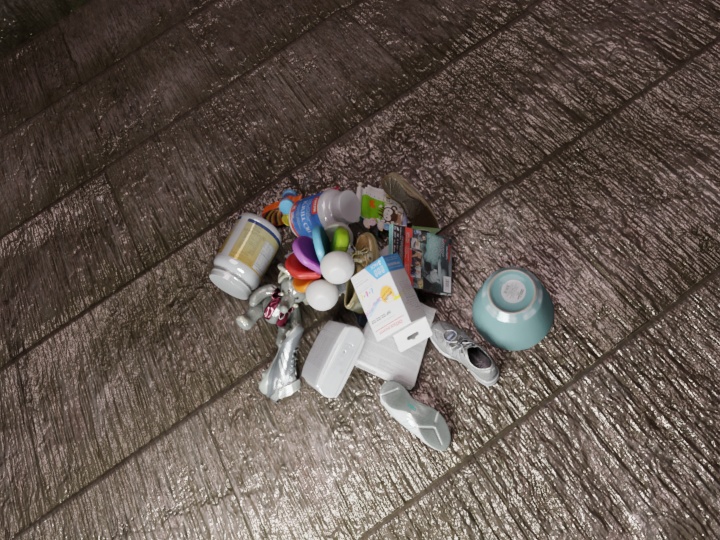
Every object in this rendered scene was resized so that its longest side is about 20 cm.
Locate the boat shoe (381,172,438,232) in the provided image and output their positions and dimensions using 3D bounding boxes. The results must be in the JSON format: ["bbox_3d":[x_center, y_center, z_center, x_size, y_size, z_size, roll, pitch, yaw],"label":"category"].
[{"bbox_3d":[0.142,-0.188,1.621,0.200,0.072,0.065,45,34,2],"label":"boat shoe"}]

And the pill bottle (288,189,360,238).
[{"bbox_3d":[-0.093,-0.152,1.589,0.196,0.111,0.115,-12,53,44],"label":"pill bottle"}]

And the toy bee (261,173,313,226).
[{"bbox_3d":[-0.187,-0.175,1.722,0.197,0.109,0.133,-16,36,44],"label":"toy bee"}]

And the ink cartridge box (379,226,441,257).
[{"bbox_3d":[0.118,-0.040,1.535,0.102,0.061,0.198,8,36,47],"label":"ink cartridge box"}]

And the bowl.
[{"bbox_3d":[0.358,0.074,1.411,0.194,0.106,0.207,-8,60,13],"label":"bowl"}]

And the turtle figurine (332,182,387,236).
[{"bbox_3d":[-0.027,-0.163,1.666,0.194,0.101,0.154,14,71,14],"label":"turtle figurine"}]

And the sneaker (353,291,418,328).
[{"bbox_3d":[0.062,0.066,1.519,0.143,0.077,0.206,22,70,23],"label":"sneaker"}]

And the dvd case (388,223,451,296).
[{"bbox_3d":[0.149,-0.023,1.472,0.022,0.195,0.152,-15,70,55],"label":"dvd case"}]

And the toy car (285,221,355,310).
[{"bbox_3d":[-0.102,-0.024,1.427,0.146,0.202,0.178,20,35,-17],"label":"toy car"}]

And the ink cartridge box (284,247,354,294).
[{"bbox_3d":[-0.081,-0.001,1.586,0.170,0.044,0.200,-28,55,-24],"label":"ink cartridge box"}]

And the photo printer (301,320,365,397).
[{"bbox_3d":[-0.071,0.205,1.424,0.068,0.199,0.170,29,80,-16],"label":"photo printer"}]

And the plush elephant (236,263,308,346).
[{"bbox_3d":[-0.193,0.080,1.528,0.163,0.154,0.203,35,52,-12],"label":"plush elephant"}]

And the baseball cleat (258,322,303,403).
[{"bbox_3d":[-0.173,0.234,1.479,0.105,0.070,0.203,34,106,11],"label":"baseball cleat"}]

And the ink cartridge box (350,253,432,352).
[{"bbox_3d":[0.070,0.080,1.363,0.114,0.067,0.205,-33,76,38],"label":"ink cartridge box"}]

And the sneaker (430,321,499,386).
[{"bbox_3d":[0.245,0.178,1.391,0.198,0.083,0.075,36,71,24],"label":"sneaker"}]

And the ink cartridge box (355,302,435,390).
[{"bbox_3d":[0.082,0.160,1.436,0.157,0.050,0.205,24,64,-8],"label":"ink cartridge box"}]

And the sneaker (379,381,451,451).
[{"bbox_3d":[0.124,0.332,1.360,0.199,0.081,0.071,41,68,11],"label":"sneaker"}]

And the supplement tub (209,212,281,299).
[{"bbox_3d":[-0.318,-0.039,1.651,0.140,0.145,0.204,16,67,24],"label":"supplement tub"}]

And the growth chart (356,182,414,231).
[{"bbox_3d":[0.071,-0.170,1.630,0.193,0.018,0.149,8,60,-21],"label":"growth chart"}]

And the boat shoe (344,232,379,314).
[{"bbox_3d":[0.000,0.000,1.466,0.072,0.062,0.207,-14,66,44],"label":"boat shoe"}]
